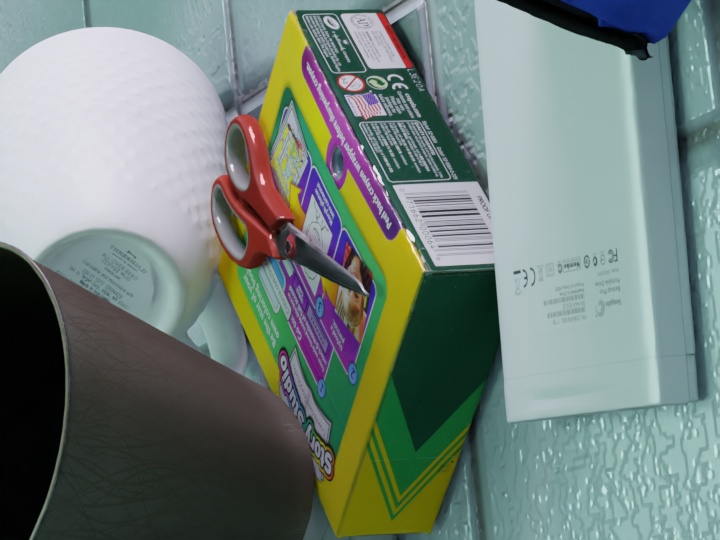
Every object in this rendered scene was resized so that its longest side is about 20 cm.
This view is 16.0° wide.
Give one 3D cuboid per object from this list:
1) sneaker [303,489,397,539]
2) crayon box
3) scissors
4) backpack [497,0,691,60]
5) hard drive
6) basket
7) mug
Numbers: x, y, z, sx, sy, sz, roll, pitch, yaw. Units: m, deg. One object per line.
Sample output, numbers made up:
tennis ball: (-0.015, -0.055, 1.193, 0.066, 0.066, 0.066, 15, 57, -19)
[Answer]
sneaker: (-0.022, 0.186, 1.282, 0.074, 0.087, 0.201, -41, 56, 58)
crayon box: (0.000, 0.000, 1.253, 0.200, 0.058, 0.173, -116, 32, -43)
scissors: (-0.035, -0.009, 1.246, 0.200, 0.014, 0.074, -127, 44, -53)
backpack: (0.042, -0.203, 0.959, 0.168, 0.199, 0.163, -63, 34, 15)
hard drive: (0.093, -0.040, 1.082, 0.132, 0.027, 0.201, 165, 101, -65)
basket: (-0.123, 0.091, 1.192, 0.136, 0.200, 0.181, 16, 90, 37)
mug: (-0.127, -0.012, 1.414, 0.200, 0.147, 0.176, 51, -165, -28)
